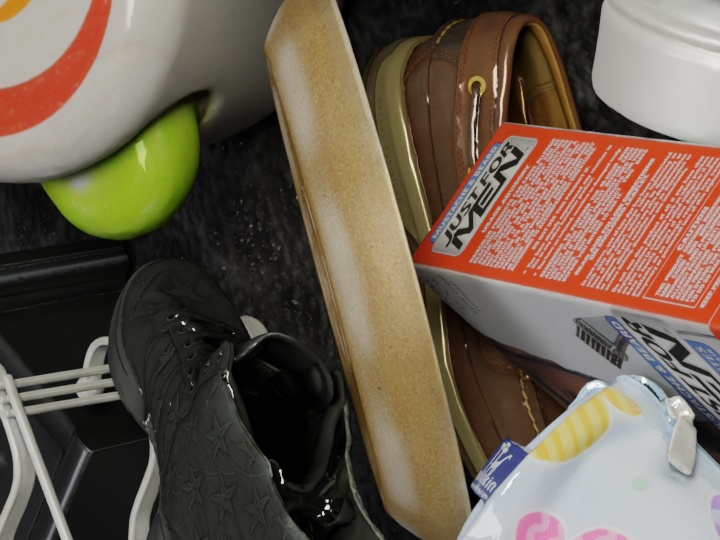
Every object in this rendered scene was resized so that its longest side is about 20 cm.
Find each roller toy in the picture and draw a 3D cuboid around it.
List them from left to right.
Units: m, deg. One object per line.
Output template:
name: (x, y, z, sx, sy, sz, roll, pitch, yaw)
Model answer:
roller toy: (-0.099, -0.133, 1.112, 0.182, 0.139, 0.201, 30, 117, 28)

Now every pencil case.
pencil case: (0.119, 0.118, 0.842, 0.200, 0.083, 0.091, 40, 85, 19)

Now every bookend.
bookend: (-0.112, 0.129, 1.209, 0.200, 0.092, 0.199, 47, 128, 30)

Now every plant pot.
plant pot: (0.000, 0.000, 0.984, 0.200, 0.027, 0.201, 165, 90, -87)

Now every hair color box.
hair color box: (0.111, 0.017, 0.890, 0.064, 0.111, 0.200, -54, 24, -10)

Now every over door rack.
over door rack: (-0.059, 0.114, 1.108, 0.067, 0.147, 0.201, -51, 60, 38)

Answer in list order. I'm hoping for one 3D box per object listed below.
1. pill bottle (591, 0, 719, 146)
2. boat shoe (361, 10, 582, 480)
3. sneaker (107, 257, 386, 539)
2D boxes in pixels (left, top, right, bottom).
pill bottle: (0.132, -0.141, 0.878, 0.114, 0.113, 0.201, 27, 117, 41)
boat shoe: (0.062, 0.008, 1.013, 0.067, 0.072, 0.201, -22, 85, 41)
sneaker: (-0.039, 0.051, 1.046, 0.104, 0.060, 0.201, -56, 32, 40)
